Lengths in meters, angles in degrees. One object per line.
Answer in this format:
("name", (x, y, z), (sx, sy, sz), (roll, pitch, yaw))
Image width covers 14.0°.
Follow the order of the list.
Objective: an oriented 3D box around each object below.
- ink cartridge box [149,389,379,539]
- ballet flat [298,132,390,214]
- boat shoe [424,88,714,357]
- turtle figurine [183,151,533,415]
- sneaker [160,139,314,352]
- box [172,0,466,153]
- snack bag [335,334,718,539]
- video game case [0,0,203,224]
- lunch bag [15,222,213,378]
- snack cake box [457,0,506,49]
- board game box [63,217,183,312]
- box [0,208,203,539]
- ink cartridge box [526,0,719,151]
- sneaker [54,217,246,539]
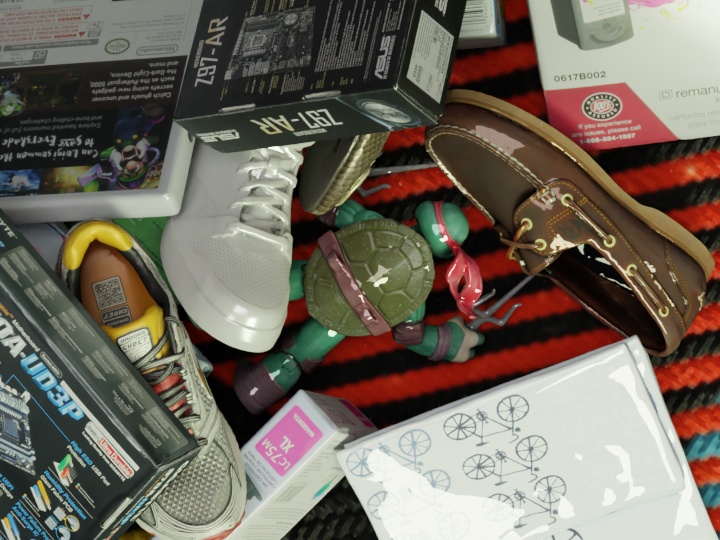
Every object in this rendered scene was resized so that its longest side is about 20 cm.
("ink cartridge box", (-0.080, 0.153, 1.721), (0.042, 0.119, 0.200), (44, 95, 13))
("ballet flat", (0.024, -0.117, 1.682), (0.046, 0.067, 0.201), (23, 100, -27))
("boat shoe", (0.117, -0.026, 1.688), (0.200, 0.070, 0.071), (34, 64, -12))
("turtle figurine", (0.000, 0.000, 1.727), (0.199, 0.101, 0.150), (-27, 86, 12))
("sneaker", (-0.060, -0.056, 1.664), (0.073, 0.200, 0.116), (17, 127, -24))
("box", (-0.011, -0.169, 1.615), (0.160, 0.043, 0.201), (-7, 61, 38))
("snack bag", (0.107, 0.152, 1.703), (0.188, 0.021, 0.201), (-21, 114, 8))
("video game case", (-0.184, -0.106, 1.726), (0.199, 0.023, 0.183), (-3, 55, 19))
("lunch bag", (-0.208, 0.076, 1.732), (0.170, 0.127, 0.200), (42, 100, 7))
("snack cake box", (0.021, -0.230, 1.739), (0.114, 0.067, 0.201), (-4, 89, 9))
("board game box", (-0.185, -0.040, 1.788), (0.200, 0.023, 0.105), (45, 94, 6))
("box", (-0.205, 0.076, 1.624), (0.200, 0.046, 0.159), (48, 122, 8))
("ink cartridge box", (0.166, -0.176, 1.662), (0.147, 0.086, 0.201), (-6, 125, 10))
("sneaker", (-0.125, 0.063, 1.637), (0.078, 0.082, 0.201), (-25, 77, -8))
